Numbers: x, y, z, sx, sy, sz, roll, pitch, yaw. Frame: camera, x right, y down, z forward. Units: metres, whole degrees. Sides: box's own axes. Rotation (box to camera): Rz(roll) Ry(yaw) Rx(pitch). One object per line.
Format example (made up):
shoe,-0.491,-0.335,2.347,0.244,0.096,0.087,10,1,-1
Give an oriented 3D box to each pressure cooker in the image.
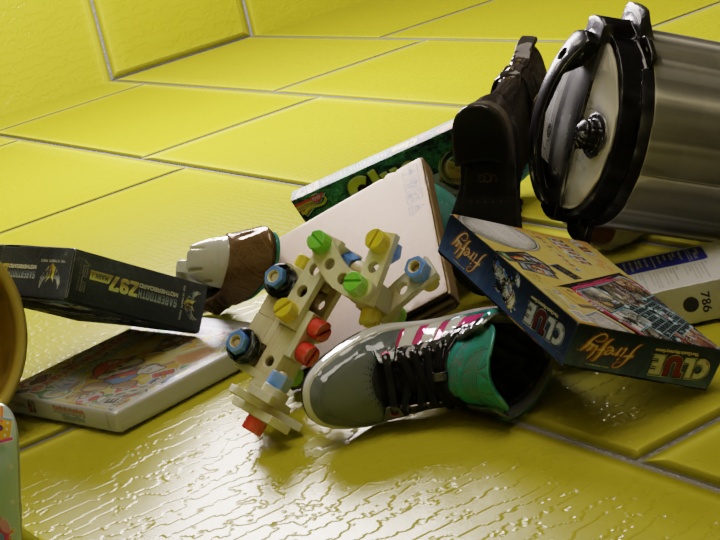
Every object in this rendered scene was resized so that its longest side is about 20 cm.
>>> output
pressure cooker,0.240,-0.121,1.432,0.198,0.177,0.179,6,-24,-17

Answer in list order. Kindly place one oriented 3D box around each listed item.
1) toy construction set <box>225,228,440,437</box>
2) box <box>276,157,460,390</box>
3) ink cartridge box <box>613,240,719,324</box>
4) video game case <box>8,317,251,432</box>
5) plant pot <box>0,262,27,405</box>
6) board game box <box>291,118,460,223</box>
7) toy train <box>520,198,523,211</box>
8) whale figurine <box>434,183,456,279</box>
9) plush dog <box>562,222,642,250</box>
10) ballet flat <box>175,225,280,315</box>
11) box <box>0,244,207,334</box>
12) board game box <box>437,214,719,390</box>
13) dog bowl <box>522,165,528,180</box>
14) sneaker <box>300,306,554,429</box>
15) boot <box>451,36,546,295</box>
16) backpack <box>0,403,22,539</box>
toy construction set,-0.038,0.050,1.357,0.131,0.092,0.200,25,68,39
box,0.000,0.000,1.466,0.163,0.021,0.201,-29,35,15
ink cartridge box,0.232,0.019,1.388,0.198,0.039,0.100,-13,16,6
video game case,-0.197,0.088,1.528,0.181,0.023,0.199,3,23,46
plant pot,-0.415,0.067,1.498,0.200,0.202,0.189,-22,3,-27
board game box,0.042,-0.071,1.642,0.199,0.105,0.024,-23,27,22
toy train,0.144,-0.059,1.706,0.034,0.046,0.200,-10,16,10
whale figurine,0.007,-0.023,1.583,0.198,0.105,0.159,-14,10,7
plush dog,0.280,-0.130,1.606,0.198,0.173,0.161,-11,16,12
ballet flat,-0.136,-0.001,1.595,0.072,0.068,0.200,10,-12,-18
box,-0.264,0.016,1.568,0.199,0.051,0.157,4,-9,44
board game box,0.160,0.021,1.259,0.135,0.035,0.200,11,19,-29
dog bowl,0.101,-0.099,1.797,0.199,0.050,0.112,-20,-17,-25
sneaker,0.062,0.078,1.259,0.199,0.084,0.121,-17,7,-17
boot,0.138,-0.096,1.534,0.069,0.201,0.174,9,26,19
backpack,-0.320,0.162,1.114,0.199,0.177,0.153,-2,2,37
